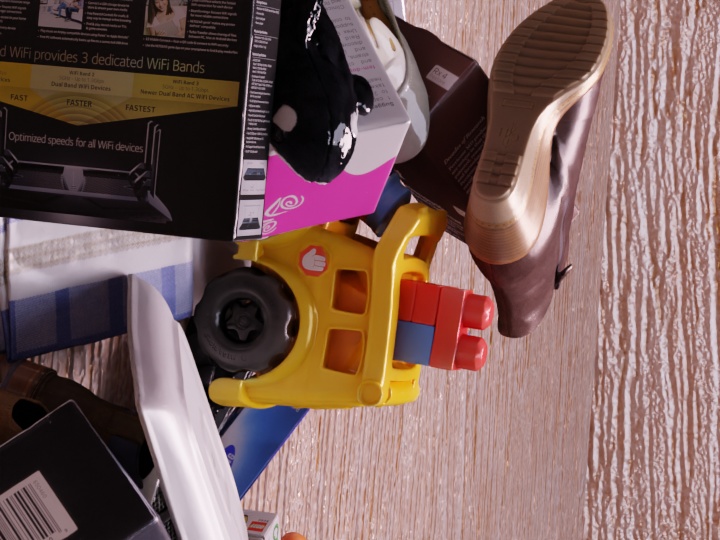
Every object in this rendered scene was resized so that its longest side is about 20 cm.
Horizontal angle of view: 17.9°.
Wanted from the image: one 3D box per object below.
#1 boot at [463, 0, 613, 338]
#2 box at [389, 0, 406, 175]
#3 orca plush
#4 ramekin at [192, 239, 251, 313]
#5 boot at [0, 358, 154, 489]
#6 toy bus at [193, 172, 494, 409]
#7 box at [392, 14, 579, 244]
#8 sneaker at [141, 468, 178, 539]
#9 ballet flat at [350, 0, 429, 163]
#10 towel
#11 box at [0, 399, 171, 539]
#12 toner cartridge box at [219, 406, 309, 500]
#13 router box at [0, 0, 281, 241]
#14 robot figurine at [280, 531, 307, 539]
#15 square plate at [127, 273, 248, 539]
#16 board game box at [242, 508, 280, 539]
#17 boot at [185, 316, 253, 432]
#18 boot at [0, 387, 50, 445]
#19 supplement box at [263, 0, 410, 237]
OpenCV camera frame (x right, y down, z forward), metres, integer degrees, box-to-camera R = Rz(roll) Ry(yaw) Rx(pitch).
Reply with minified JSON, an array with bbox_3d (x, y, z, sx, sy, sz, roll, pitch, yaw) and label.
[{"bbox_3d":[0.125,-0.072,1.571,0.167,0.072,0.200,73,38,-56],"label":"boot"},{"bbox_3d":[-0.039,-0.189,1.685,0.184,0.105,0.200,-117,-165,-51],"label":"box"},{"bbox_3d":[-0.027,-0.147,1.352,0.200,0.105,0.071,-85,-159,-45],"label":"orca plush"},{"bbox_3d":[-0.128,-0.062,1.578,0.200,0.097,0.201,6,90,-73],"label":"ramekin"},{"bbox_3d":[-0.170,0.132,1.474,0.200,0.097,0.075,80,29,-62],"label":"boot"},{"bbox_3d":[0.000,0.000,1.526,0.136,0.191,0.201,6,89,-72],"label":"toy bus"},{"bbox_3d":[0.068,-0.087,1.620,0.075,0.100,0.200,-48,138,-9],"label":"box"},{"bbox_3d":[-0.139,0.228,1.571,0.076,0.114,0.200,106,6,-89],"label":"sneaker"},{"bbox_3d":[-0.009,-0.166,1.504,0.064,0.067,0.201,62,9,-74],"label":"ballet flat"},{"bbox_3d":[-0.171,-0.050,1.429,0.147,0.024,0.201,-14,114,-31],"label":"towel"},{"bbox_3d":[-0.181,0.199,1.352,0.148,0.107,0.200,-33,144,-12],"label":"box"},{"bbox_3d":[-0.059,0.094,1.751,0.200,0.043,0.095,-53,-178,7],"label":"toner cartridge box"},{"bbox_3d":[-0.150,-0.104,1.306,0.052,0.199,0.158,-9,105,-73],"label":"router box"},{"bbox_3d":[-0.081,0.293,1.834,0.200,0.116,0.144,65,13,-59],"label":"robot figurine"},{"bbox_3d":[-0.101,0.121,1.399,0.200,0.028,0.199,-106,179,-66],"label":"square plate"},{"bbox_3d":[-0.117,0.260,1.677,0.035,0.126,0.201,-57,149,-56],"label":"board game box"},{"bbox_3d":[-0.120,0.091,1.696,0.163,0.073,0.198,-63,180,-18],"label":"boot"},{"bbox_3d":[-0.214,0.144,1.400,0.200,0.075,0.074,80,20,-46],"label":"boot"},{"bbox_3d":[-0.060,-0.133,1.452,0.200,0.103,0.101,63,-27,26],"label":"supplement box"}]
